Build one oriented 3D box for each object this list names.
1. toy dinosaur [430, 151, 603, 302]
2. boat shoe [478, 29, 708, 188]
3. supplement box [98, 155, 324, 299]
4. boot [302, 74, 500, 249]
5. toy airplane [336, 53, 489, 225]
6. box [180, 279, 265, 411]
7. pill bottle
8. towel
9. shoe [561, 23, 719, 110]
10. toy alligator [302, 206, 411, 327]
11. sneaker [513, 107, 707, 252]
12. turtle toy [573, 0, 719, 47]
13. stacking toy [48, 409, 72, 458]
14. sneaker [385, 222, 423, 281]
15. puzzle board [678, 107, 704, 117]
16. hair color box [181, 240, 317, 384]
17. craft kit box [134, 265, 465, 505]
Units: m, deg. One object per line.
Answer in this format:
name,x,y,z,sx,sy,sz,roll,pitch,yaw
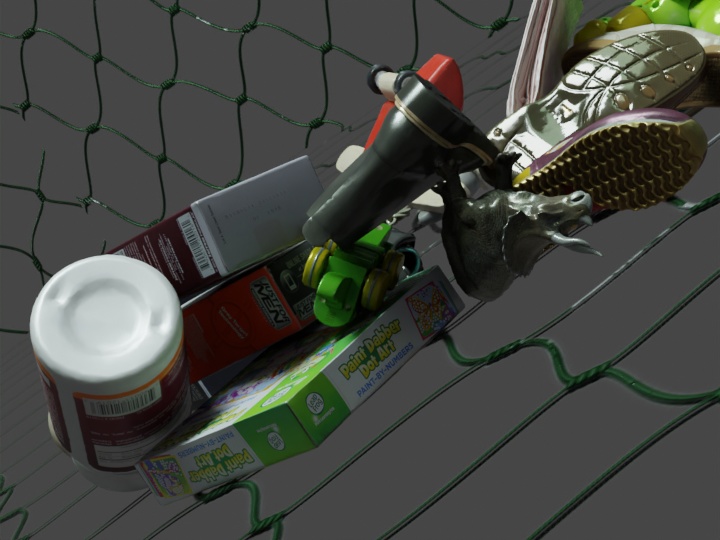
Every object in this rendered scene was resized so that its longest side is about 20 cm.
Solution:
toy dinosaur,0.088,-0.020,1.344,0.077,0.103,0.200,-4,-22,-26
boat shoe,0.189,-0.121,1.488,0.200,0.072,0.068,-32,-34,14
supplement box,-0.116,-0.021,1.448,0.109,0.061,0.200,-25,2,-32
boot,0.025,-0.072,1.400,0.138,0.077,0.200,-48,-16,7
toy airplane,0.045,-0.095,1.885,0.199,0.141,0.201,-40,39,38
box,-0.133,0.043,1.781,0.200,0.104,0.182,-38,8,-30
pill bottle,-0.188,0.086,1.444,0.114,0.114,0.200,-37,-24,-22
towel,0.160,-0.181,1.622,0.200,0.032,0.192,67,-143,-74
shoe,0.252,-0.166,1.537,0.200,0.070,0.053,9,37,47
toy alligator,0.000,0.000,1.408,0.200,0.059,0.054,-51,-22,-64
sneaker,0.183,-0.082,1.373,0.200,0.075,0.090,-24,17,47
turtle toy,0.286,-0.210,1.625,0.146,0.101,0.200,-37,9,-13
stacking toy,-0.212,0.131,1.680,0.085,0.086,0.200,-37,12,-25
sneaker,0.020,-0.003,1.628,0.079,0.076,0.200,-18,18,12
puzzle board,0.188,-0.087,1.591,0.200,0.017,0.151,-35,8,-14
hair color box,-0.098,0.037,1.532,0.200,0.061,0.101,-28,4,42
craft kit box,-0.046,0.087,1.399,0.200,0.049,0.198,-26,14,46
